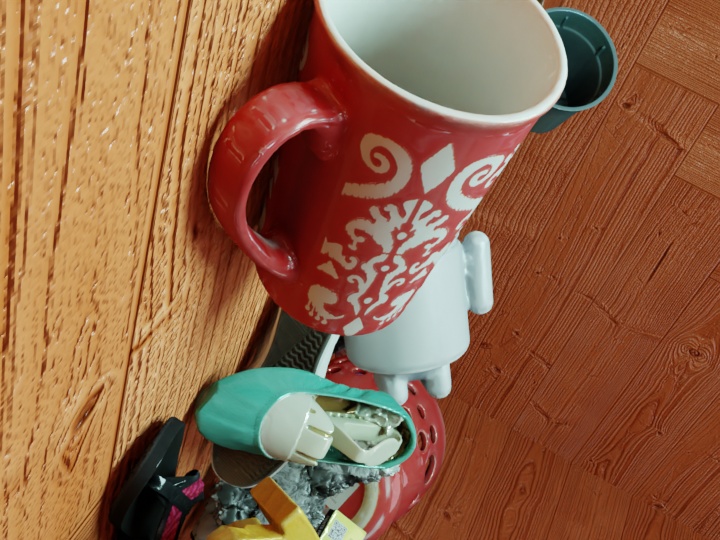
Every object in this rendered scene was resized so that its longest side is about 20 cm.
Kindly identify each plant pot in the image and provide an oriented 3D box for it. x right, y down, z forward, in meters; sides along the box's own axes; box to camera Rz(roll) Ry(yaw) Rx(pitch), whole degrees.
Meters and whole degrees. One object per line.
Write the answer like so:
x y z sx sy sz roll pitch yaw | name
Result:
-0.018 0.213 1.156 0.203 0.199 0.182 -64 166 19 | plant pot
0.362 -0.367 1.921 0.202 0.198 0.196 -60 -178 -15 | plant pot

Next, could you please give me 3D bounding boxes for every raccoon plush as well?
-0.063 0.225 0.952 0.134 0.196 0.098 105 -18 -67 | raccoon plush

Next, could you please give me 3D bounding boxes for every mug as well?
-0.008 -0.064 0.556 0.201 0.175 0.135 117 -31 -49 | mug

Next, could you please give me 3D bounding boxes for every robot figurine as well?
0.035 0.013 0.877 0.113 0.167 0.204 -139 -139 -72 | robot figurine

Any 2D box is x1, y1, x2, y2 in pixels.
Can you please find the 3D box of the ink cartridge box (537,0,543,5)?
0.104 -0.143 0.896 0.199 0.048 0.147 -31 -147 51 | ink cartridge box

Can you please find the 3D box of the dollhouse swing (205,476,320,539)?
-0.130 0.214 0.655 0.199 0.175 0.183 -36 130 -15 | dollhouse swing

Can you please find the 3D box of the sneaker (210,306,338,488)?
-0.058 0.086 0.829 0.202 0.072 0.085 -62 179 14 | sneaker

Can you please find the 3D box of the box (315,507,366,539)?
-0.084 0.275 1.023 0.199 0.050 0.076 -7 -135 53 | box

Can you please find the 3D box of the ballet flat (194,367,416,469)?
-0.028 0.115 0.750 0.198 0.070 0.068 13 102 -44 | ballet flat

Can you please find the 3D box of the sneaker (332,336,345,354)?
0.000 0.000 0.974 0.202 0.071 0.073 -58 -179 -14 | sneaker

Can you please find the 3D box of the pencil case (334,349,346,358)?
0.010 0.094 1.365 0.085 0.085 0.200 -61 175 -19 | pencil case

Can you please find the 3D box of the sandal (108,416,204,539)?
-0.131 0.162 0.671 0.075 0.045 0.201 -56 171 -36 | sandal
